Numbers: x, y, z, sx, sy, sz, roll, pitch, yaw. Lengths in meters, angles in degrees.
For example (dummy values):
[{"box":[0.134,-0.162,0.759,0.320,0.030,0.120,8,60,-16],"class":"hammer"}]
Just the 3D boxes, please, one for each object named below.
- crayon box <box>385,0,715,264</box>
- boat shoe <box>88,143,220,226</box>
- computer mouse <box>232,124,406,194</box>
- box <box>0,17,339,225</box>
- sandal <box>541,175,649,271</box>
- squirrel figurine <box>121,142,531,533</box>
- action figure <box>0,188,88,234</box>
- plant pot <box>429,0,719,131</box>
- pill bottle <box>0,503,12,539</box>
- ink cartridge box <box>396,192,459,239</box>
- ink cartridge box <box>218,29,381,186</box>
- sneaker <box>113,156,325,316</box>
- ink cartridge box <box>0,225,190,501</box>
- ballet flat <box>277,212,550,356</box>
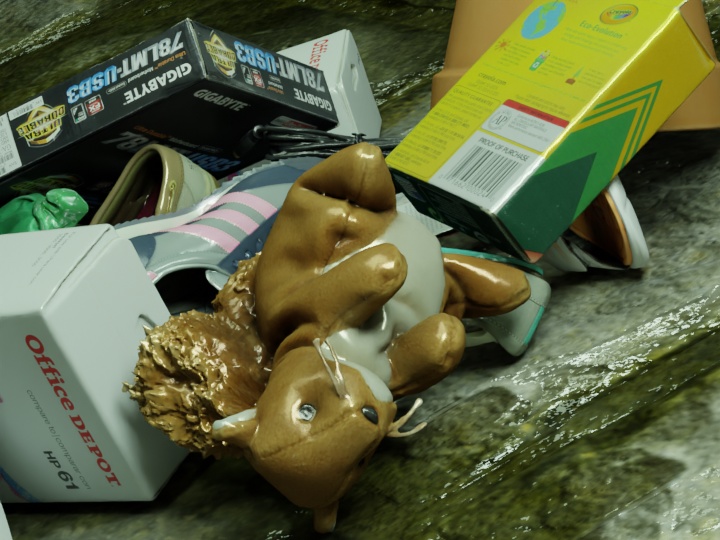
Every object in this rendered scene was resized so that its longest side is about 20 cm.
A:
[{"box":[0.122,-0.104,1.656,0.200,0.051,0.127,-47,33,-10],"class":"crayon box"},{"box":[-0.166,0.008,1.789,0.074,0.066,0.200,17,73,37],"class":"boat shoe"},{"box":[-0.020,-0.064,1.876,0.140,0.046,0.200,4,-4,-8],"class":"computer mouse"},{"box":[-0.143,-0.092,1.852,0.198,0.050,0.200,-22,-14,21],"class":"box"},{"box":[0.123,-0.035,1.723,0.059,0.079,0.207,-25,11,-7],"class":"sandal"},{"box":[-0.030,0.057,1.546,0.200,0.142,0.187,-19,39,37],"class":"squirrel figurine"},{"box":[-0.239,0.012,1.837,0.200,0.055,0.118,-47,42,36],"class":"action figure"},{"box":[0.142,-0.159,1.819,0.199,0.141,0.200,-3,4,0],"class":"plant pot"},{"box":[-0.305,0.161,1.574,0.199,0.116,0.116,-22,20,-2],"class":"pill bottle"},{"box":[0.000,0.000,1.785,0.199,0.051,0.109,-18,19,5],"class":"ink cartridge box"},{"box":[-0.089,-0.095,2.068,0.199,0.085,0.145,-19,20,11],"class":"ink cartridge box"},{"box":[-0.082,-0.005,1.739,0.200,0.070,0.082,-25,49,-25],"class":"sneaker"},{"box":[-0.204,0.059,1.660,0.199,0.145,0.085,-6,34,38],"class":"ink cartridge box"},{"box":[0.022,0.008,1.668,0.199,0.064,0.067,15,-5,35],"class":"ballet flat"}]
